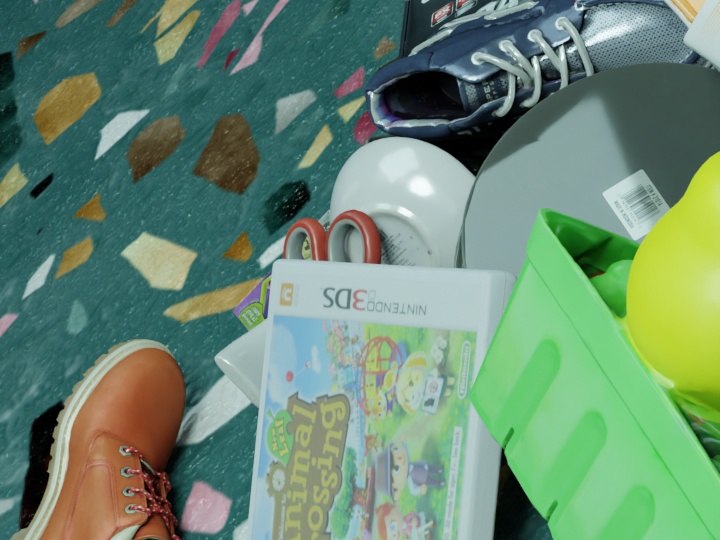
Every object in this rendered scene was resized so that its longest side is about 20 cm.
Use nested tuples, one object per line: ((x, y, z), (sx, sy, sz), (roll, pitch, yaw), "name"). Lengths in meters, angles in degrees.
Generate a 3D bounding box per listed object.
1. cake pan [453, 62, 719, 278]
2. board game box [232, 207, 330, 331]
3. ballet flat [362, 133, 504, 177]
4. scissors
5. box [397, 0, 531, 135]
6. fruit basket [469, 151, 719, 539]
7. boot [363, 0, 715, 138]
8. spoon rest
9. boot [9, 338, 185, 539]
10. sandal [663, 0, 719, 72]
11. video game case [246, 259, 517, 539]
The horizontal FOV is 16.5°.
((0.135, -0.020, 1.195), (0.199, 0.037, 0.201), (-10, 56, 15), "cake pan")
((0.003, 0.023, 1.412), (0.120, 0.032, 0.200), (-43, 29, 0), "board game box")
((0.091, -0.059, 1.350), (0.199, 0.057, 0.067), (-11, 35, 26), "ballet flat")
((0.002, 0.064, 1.275), (0.073, 0.014, 0.201), (-26, 73, 44), "scissors")
((0.110, -0.147, 1.466), (0.199, 0.046, 0.160), (-29, 33, 29), "box")
((0.154, 0.039, 1.013), (0.215, 0.155, 0.217), (-21, 61, 43), "fruit basket")
((0.100, -0.107, 1.320), (0.199, 0.073, 0.090), (-10, 16, 42), "boot")
((0.000, 0.000, 1.338), (0.200, 0.099, 0.061), (-40, 5, 38), "spoon rest")
((-0.131, 0.130, 1.416), (0.107, 0.075, 0.201), (-5, 57, 46), "boot")
((0.176, -0.133, 1.173), (0.207, 0.059, 0.079), (45, 106, 35), "sandal")
((0.004, 0.097, 1.219), (0.182, 0.022, 0.202), (3, 87, 54), "video game case")
